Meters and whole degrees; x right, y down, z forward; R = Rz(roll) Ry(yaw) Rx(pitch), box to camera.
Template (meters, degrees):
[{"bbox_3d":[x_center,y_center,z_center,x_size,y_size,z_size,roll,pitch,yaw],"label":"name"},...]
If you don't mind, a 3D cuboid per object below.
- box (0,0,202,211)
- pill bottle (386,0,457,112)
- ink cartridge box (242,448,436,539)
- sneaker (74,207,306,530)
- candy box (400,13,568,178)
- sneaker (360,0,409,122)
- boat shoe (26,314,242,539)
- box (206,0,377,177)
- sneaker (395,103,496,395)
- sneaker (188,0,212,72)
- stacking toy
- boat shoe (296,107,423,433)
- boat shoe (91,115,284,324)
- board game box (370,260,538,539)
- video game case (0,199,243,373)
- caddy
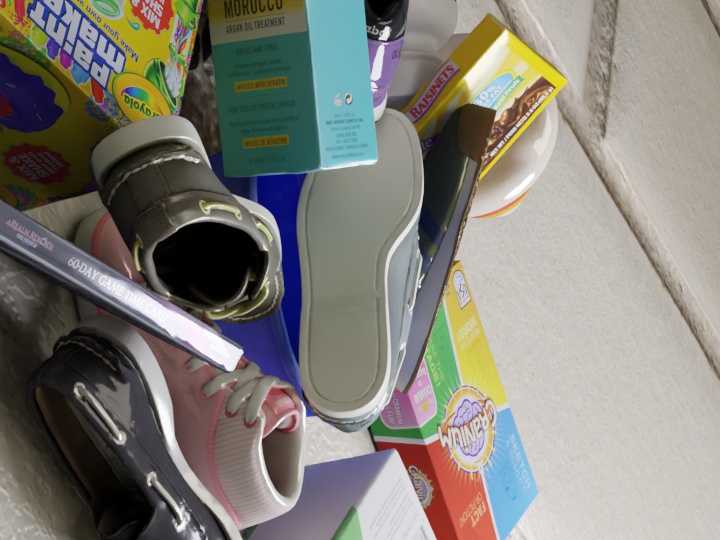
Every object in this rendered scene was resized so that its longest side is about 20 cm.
[{"bbox_3d":[-0.185,-0.167,0.876,0.200,0.121,0.193,45,43,-45],"label":"box"},{"bbox_3d":[0.007,-0.208,1.242,0.120,0.119,0.201,10,70,-60],"label":"pill bottle"},{"bbox_3d":[0.002,0.237,1.082,0.201,0.087,0.145,65,31,-18],"label":"ink cartridge box"},{"bbox_3d":[-0.088,0.053,0.980,0.075,0.104,0.201,-21,96,-59],"label":"sneaker"},{"bbox_3d":[0.052,-0.081,1.218,0.102,0.200,0.026,27,18,-52],"label":"candy box"},{"bbox_3d":[0.004,-0.177,1.070,0.075,0.088,0.200,14,36,-15],"label":"sneaker"},{"bbox_3d":[-0.118,0.123,0.927,0.060,0.074,0.201,-45,126,-46],"label":"boat shoe"},{"bbox_3d":[-0.043,-0.156,0.978,0.049,0.082,0.201,-10,96,-46],"label":"box"},{"bbox_3d":[0.022,-0.024,1.168,0.067,0.089,0.201,-20,127,-86],"label":"sneaker"},{"bbox_3d":[-0.122,-0.216,1.034,0.078,0.089,0.201,59,41,-62],"label":"sneaker"},{"bbox_3d":[0.092,-0.087,1.381,0.200,0.145,0.147,54,30,-70],"label":"stacking toy"},{"bbox_3d":[0.000,0.000,1.025,0.062,0.072,0.201,73,21,-63],"label":"boat shoe"},{"bbox_3d":[-0.079,-0.008,0.888,0.202,0.072,0.060,58,7,-65],"label":"boat shoe"},{"bbox_3d":[0.062,0.112,1.293,0.153,0.040,0.201,-40,114,-59],"label":"board game box"},{"bbox_3d":[-0.162,-0.013,0.843,0.200,0.143,0.019,38,79,-50],"label":"video game case"},{"bbox_3d":[-0.040,0.003,1.081,0.141,0.105,0.201,-15,92,-63],"label":"caddy"}]
